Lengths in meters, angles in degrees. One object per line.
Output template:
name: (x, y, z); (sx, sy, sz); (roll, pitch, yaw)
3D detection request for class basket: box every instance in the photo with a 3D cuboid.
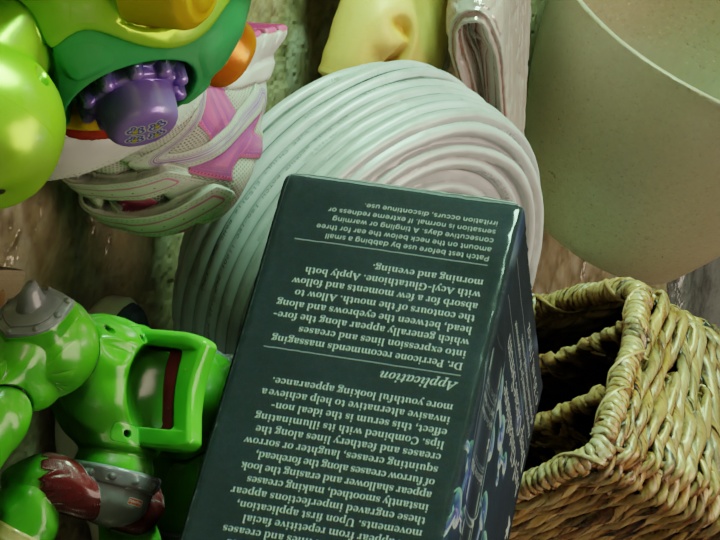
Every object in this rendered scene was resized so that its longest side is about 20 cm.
basket: (0.074, 0.078, 1.499); (0.149, 0.200, 0.143); (24, 52, -46)

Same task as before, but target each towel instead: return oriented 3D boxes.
towel: (0.068, -0.141, 1.577); (0.191, 0.032, 0.200); (83, 9, -50)

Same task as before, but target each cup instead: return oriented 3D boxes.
cup: (0.175, -0.078, 1.773); (0.144, 0.200, 0.200); (-62, 165, 23)

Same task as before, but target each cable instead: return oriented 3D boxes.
cable: (0.000, 0.000, 1.423); (0.200, 0.069, 0.201); (-7, 124, -46)

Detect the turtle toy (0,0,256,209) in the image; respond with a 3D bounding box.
turtle toy: (-0.112, -0.092, 1.125); (0.200, 0.145, 0.101); (-42, 139, -55)

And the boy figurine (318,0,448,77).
boy figurine: (0.007, -0.110, 1.496); (0.124, 0.064, 0.201); (-38, 131, -58)

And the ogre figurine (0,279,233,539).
ogre figurine: (-0.108, 0.076, 1.219); (0.200, 0.098, 0.120); (21, 85, -36)

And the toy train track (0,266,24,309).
toy train track: (-0.180, 0.010, 1.142); (0.200, 0.032, 0.115); (-1, 98, -74)

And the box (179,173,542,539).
box: (0.004, 0.086, 1.259); (0.149, 0.107, 0.201); (79, 23, -57)

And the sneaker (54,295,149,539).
sneaker: (-0.079, 0.103, 1.335); (0.075, 0.084, 0.201); (-51, 142, -50)

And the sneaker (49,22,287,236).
sneaker: (-0.087, -0.054, 1.270); (0.200, 0.081, 0.089); (-23, 116, -63)
